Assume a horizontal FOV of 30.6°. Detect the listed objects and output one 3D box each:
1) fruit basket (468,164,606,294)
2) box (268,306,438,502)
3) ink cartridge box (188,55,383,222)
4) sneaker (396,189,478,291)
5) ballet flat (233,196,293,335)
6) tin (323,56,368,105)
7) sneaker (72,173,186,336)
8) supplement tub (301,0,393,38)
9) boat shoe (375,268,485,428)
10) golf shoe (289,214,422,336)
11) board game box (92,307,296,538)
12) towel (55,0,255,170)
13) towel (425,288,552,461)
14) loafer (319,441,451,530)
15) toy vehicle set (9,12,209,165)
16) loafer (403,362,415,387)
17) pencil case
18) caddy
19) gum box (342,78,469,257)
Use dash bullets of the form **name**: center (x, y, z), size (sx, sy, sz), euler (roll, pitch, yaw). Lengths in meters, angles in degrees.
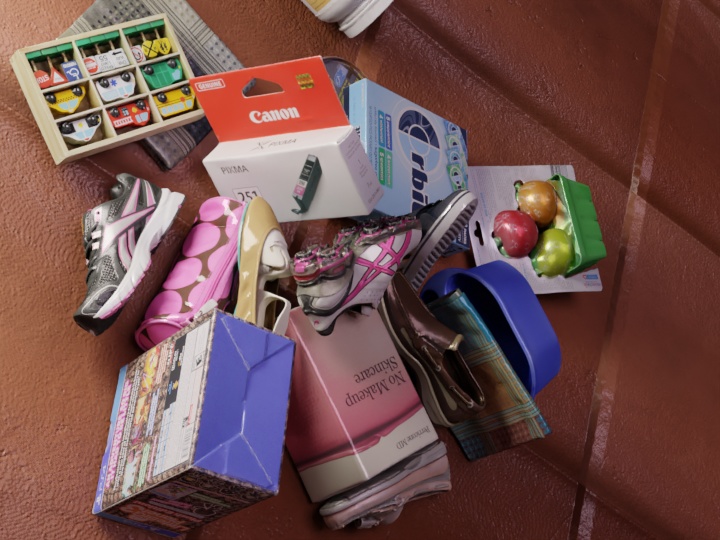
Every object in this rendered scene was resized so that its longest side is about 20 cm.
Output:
- **fruit basket**: center (0.227, -0.053, 1.782), size (0.198, 0.094, 0.188), euler (-5, 72, -23)
- **box**: center (-0.025, 0.133, 1.464), size (0.127, 0.109, 0.202), euler (-23, 84, -43)
- **ink cartridge box**: center (-0.091, -0.136, 1.441), size (0.044, 0.198, 0.175), euler (-53, 128, -40)
- **sneaker**: center (0.059, -0.036, 1.552), size (0.079, 0.201, 0.078), euler (46, 38, 12)
- **ballet flat**: center (-0.098, 0.019, 1.394), size (0.069, 0.062, 0.203), euler (33, 60, -61)
- **tin**: center (-0.042, -0.180, 1.644), size (0.111, 0.042, 0.201), euler (35, 52, -16)
- **sneaker**: center (-0.262, -0.021, 1.383), size (0.086, 0.080, 0.201), euler (30, 45, -9)
- **supplement tub**: center (-0.041, -0.411, 1.678), size (0.200, 0.144, 0.145), euler (43, 50, -14)
- **boat shoe**: center (0.085, 0.081, 1.508), size (0.204, 0.074, 0.075), euler (62, 31, -17)
- **golf shoe**: center (0.000, 0.000, 1.437), size (0.199, 0.072, 0.093), euler (-29, 113, -43)
- **board game box**: center (-0.162, 0.154, 1.283), size (0.096, 0.199, 0.161), euler (23, 57, -29)
- **towel**: center (-0.238, -0.239, 1.525), size (0.200, 0.034, 0.193), euler (48, 51, -13)
- **towel**: center (0.125, 0.127, 1.561), size (0.022, 0.146, 0.201), euler (-35, 94, -40)
- **loafer**: center (0.038, 0.255, 1.489), size (0.199, 0.072, 0.064), euler (-23, 92, -45)
- **toy vehicle set**: center (-0.272, -0.202, 1.445), size (0.199, 0.026, 0.125), euler (-25, 89, -41)
- **loafer**: center (0.020, 0.108, 1.541), size (0.063, 0.072, 0.202), euler (-27, 91, -39)
- **pencil case**: center (-0.165, 0.007, 1.420), size (0.090, 0.094, 0.201), euler (28, 52, -11)
- **caddy**: center (0.151, 0.086, 1.606), size (0.105, 0.141, 0.202), euler (-25, 85, -45)
- **gum box**: center (0.060, -0.127, 1.663), size (0.199, 0.044, 0.172), euler (21, 61, -44)
